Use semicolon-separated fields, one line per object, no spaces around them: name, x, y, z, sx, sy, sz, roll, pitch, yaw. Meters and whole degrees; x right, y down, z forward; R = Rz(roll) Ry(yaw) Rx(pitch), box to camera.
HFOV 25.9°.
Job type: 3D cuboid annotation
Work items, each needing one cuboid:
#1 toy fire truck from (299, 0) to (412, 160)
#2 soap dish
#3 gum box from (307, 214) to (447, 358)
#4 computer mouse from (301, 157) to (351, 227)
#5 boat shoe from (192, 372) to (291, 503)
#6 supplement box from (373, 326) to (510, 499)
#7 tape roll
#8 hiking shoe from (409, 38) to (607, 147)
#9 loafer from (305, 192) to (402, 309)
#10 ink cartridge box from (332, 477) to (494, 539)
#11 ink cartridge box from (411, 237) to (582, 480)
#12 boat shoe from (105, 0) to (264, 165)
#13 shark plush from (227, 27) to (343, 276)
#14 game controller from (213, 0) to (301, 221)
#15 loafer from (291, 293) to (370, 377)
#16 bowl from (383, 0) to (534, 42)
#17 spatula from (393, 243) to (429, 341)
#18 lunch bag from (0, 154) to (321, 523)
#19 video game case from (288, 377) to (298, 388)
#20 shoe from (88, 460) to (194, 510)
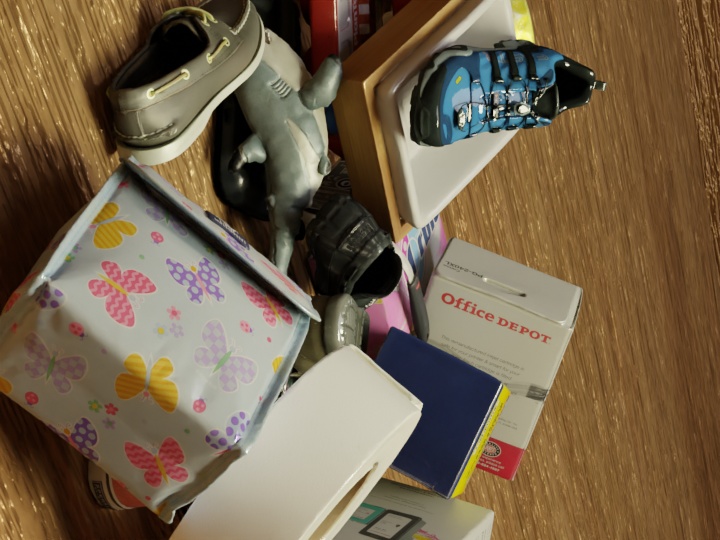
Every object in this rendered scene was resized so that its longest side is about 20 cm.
toy fire truck;-0.010;-0.190;1.369;0.168;0.111;0.202;-45;138;-64
soap dish;0.057;-0.145;1.329;0.200;0.081;0.159;-46;137;-36
gum box;0.022;-0.021;1.518;0.201;0.065;0.114;-64;145;-50
computer mouse;0.001;-0.078;1.460;0.200;0.109;0.044;-47;141;-47
boat shoe;-0.083;0.125;1.181;0.073;0.064;0.202;-152;-109;-67
supplement box;0.061;0.128;1.391;0.110;0.108;0.200;-64;170;-2
tape roll;-0.046;0.149;1.063;0.203;0.071;0.203;-49;169;-13
hiking shoe;0.116;-0.146;1.263;0.199;0.086;0.075;-30;126;-46
loafer;0.000;0.000;1.310;0.068;0.070;0.201;-49;164;-10
ink cartridge box;0.006;0.277;1.303;0.200;0.145;0.148;-24;124;-66
ink cartridge box;0.120;0.087;1.550;0.084;0.144;0.201;-58;168;-56
boat shoe;-0.126;-0.158;1.159;0.202;0.071;0.061;-62;148;-45
shark plush;-0.074;-0.093;1.265;0.083;0.091;0.202;-1;101;-29
game controller;-0.087;-0.145;1.316;0.104;0.042;0.202;17;71;-52
loafer;-0.033;0.060;1.320;0.200;0.069;0.076;73;22;-71
bowl;0.082;-0.239;1.616;0.107;0.200;0.202;-19;111;-22
spatula;0.038;-0.003;1.434;0.057;0.020;0.201;-68;148;-41
lunch bag;-0.123;0.024;0.998;0.169;0.127;0.200;41;35;-9
video game case;-0.082;0.142;1.302;0.182;0.023;0.202;-27;112;-66
shoe;-0.118;0.085;1.122;0.072;0.090;0.201;67;30;-41
